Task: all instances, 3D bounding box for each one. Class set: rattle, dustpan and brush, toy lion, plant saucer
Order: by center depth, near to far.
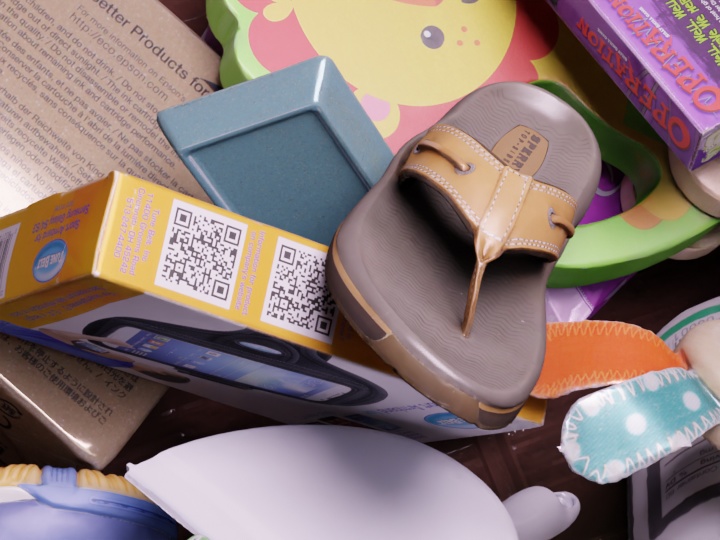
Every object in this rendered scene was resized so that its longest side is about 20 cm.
[{"bbox_3d":[0.170,0.028,0.824,0.199,0.143,0.131,30,42,-8],"label":"rattle"},{"bbox_3d":[0.023,0.097,0.885,0.139,0.058,0.199,36,37,28],"label":"dustpan and brush"},{"bbox_3d":[0.000,0.000,0.930,0.200,0.069,0.019,54,26,-44],"label":"plant saucer"},{"bbox_3d":[0.042,-0.084,0.958,0.190,0.069,0.201,-18,78,-21],"label":"toy lion"}]

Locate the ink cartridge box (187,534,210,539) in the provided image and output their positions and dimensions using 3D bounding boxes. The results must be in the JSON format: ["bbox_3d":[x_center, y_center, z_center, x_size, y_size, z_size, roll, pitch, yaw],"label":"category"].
[{"bbox_3d":[-0.058,0.184,0.837,0.146,0.200,0.084,45,63,-3],"label":"ink cartridge box"}]

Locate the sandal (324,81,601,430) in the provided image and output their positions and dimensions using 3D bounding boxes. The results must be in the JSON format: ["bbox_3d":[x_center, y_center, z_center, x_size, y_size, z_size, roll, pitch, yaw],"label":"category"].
[{"bbox_3d":[0.047,-0.020,0.832,0.081,0.055,0.200,34,34,2],"label":"sandal"}]

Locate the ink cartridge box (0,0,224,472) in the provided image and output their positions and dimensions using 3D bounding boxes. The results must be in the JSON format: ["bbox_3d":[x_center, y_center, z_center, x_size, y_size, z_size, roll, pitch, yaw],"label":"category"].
[{"bbox_3d":[-0.134,-0.039,0.950,0.200,0.075,0.165,41,63,-5],"label":"ink cartridge box"}]

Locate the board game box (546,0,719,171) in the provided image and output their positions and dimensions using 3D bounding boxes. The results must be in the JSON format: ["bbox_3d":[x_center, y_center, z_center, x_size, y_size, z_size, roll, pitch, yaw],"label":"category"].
[{"bbox_3d":[0.112,-0.138,0.930,0.119,0.032,0.200,-24,63,-24],"label":"board game box"}]

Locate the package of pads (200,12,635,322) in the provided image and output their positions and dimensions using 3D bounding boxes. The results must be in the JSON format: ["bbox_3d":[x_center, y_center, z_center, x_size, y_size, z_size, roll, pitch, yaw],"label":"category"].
[{"bbox_3d":[0.037,-0.062,1.021,0.200,0.076,0.121,45,63,-2],"label":"package of pads"}]

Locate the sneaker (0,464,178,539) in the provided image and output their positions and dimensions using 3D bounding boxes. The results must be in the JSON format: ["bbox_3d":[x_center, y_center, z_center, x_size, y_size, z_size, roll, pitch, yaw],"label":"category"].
[{"bbox_3d":[-0.161,0.123,0.886,0.198,0.075,0.089,-7,67,-10],"label":"sneaker"}]

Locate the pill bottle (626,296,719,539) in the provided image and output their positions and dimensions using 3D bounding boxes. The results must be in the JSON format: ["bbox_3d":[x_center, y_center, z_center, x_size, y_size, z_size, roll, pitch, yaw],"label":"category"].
[{"bbox_3d":[0.156,0.105,0.941,0.112,0.113,0.201,26,31,-11],"label":"pill bottle"}]

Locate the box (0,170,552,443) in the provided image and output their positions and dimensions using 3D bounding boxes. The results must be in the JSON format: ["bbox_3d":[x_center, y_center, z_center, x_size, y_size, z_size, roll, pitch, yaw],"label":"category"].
[{"bbox_3d":[-0.026,0.022,0.871,0.199,0.119,0.042,22,72,-26],"label":"box"}]
